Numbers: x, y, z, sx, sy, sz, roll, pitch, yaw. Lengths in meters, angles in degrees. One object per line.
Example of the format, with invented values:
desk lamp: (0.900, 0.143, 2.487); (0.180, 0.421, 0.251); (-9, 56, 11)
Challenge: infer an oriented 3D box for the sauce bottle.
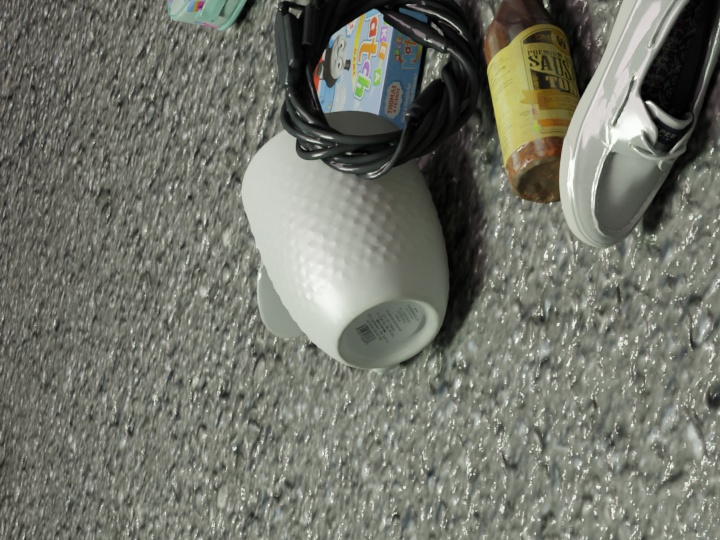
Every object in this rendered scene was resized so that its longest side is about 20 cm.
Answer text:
sauce bottle: (0.123, -0.145, 1.555); (0.066, 0.066, 0.200); (127, 142, -49)

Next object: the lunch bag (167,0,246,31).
lunch bag: (-0.140, -0.350, 2.224); (0.200, 0.077, 0.161); (129, 140, -51)

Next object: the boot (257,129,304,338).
boot: (-0.056, -0.042, 1.959); (0.096, 0.073, 0.200); (-132, 51, -81)

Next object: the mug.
mug: (0.000, 0.000, 1.731); (0.200, 0.147, 0.176); (78, 172, -52)

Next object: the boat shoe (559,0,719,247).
boat shoe: (0.191, -0.104, 1.393); (0.200, 0.072, 0.069); (-67, 26, 12)

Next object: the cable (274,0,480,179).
cable: (0.016, -0.151, 1.697); (0.051, 0.163, 0.200); (96, 168, -52)

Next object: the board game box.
board game box: (0.003, -0.204, 1.895); (0.200, 0.037, 0.152); (-163, 82, -66)
